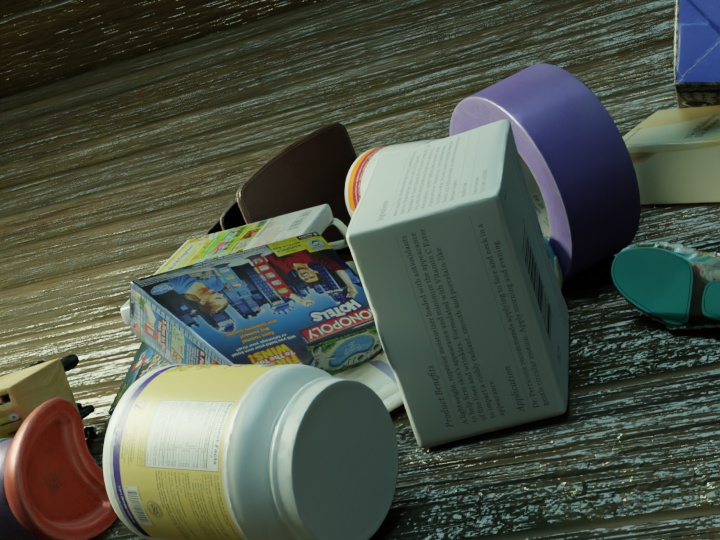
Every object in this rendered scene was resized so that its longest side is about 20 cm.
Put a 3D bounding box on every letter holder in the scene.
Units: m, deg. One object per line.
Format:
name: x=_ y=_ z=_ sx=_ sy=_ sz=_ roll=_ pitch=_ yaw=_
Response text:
letter holder: x=-0.093 y=-0.079 z=1.666 sx=0.100 sy=0.143 sz=0.200 roll=-1 pitch=28 yaw=43

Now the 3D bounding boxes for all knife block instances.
knife block: x=-0.319 y=0.118 z=1.340 sx=0.063 sy=0.201 sz=0.177 roll=-18 pitch=49 yaw=5

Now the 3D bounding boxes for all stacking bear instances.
stacking bear: x=-0.332 y=0.207 z=1.220 sx=0.199 sy=0.122 sz=0.114 roll=-21 pitch=11 yaw=28

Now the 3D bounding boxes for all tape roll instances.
tape roll: x=0.175 y=-0.091 z=1.346 sx=0.084 sy=0.202 sz=0.200 roll=-26 pitch=20 yaw=-19

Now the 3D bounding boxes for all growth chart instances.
growth chart: x=-0.024 y=0.095 z=1.279 sx=0.144 sy=0.018 sz=0.200 roll=-28 pitch=30 yaw=-15

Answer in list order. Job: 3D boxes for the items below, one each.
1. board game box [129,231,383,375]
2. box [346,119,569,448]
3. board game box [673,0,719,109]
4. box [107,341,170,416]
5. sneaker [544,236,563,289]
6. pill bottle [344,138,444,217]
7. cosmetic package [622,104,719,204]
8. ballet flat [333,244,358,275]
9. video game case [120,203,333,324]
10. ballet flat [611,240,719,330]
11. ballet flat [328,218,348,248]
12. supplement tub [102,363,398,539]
board game box: x=-0.077 y=0.064 z=1.250 sx=0.198 sy=0.062 sz=0.200 roll=-16 pitch=43 yaw=-27
box: x=0.089 y=0.007 z=1.175 sx=0.129 sy=0.201 sz=0.200 roll=-14 pitch=20 yaw=14
board game box: x=0.408 y=-0.222 z=1.443 sx=0.158 sy=0.098 sz=0.200 roll=2 pitch=-2 yaw=15
box: x=-0.176 y=0.080 z=1.411 sx=0.136 sy=0.038 sz=0.200 roll=-37 pitch=13 yaw=12
sneaker: x=0.096 y=0.001 z=1.334 sx=0.198 sy=0.080 sz=0.078 roll=-3 pitch=21 yaw=21
pill bottle: x=0.077 y=-0.090 z=1.552 sx=0.109 sy=0.110 sz=0.199 roll=-32 pitch=17 yaw=-29
cosmetic package: x=0.372 y=-0.121 z=1.421 sx=0.199 sy=0.072 sz=0.105 roll=0 pitch=27 yaw=44
ballet flat: x=0.000 y=0.000 z=1.465 sx=0.198 sy=0.069 sz=0.067 roll=-14 pitch=-10 yaw=29
video game case: x=-0.137 y=-0.009 z=1.470 sx=0.180 sy=0.023 sz=0.200 roll=-13 pitch=18 yaw=20
ballet flat: x=0.298 y=0.019 z=1.162 sx=0.063 sy=0.077 sz=0.199 roll=4 pitch=7 yaw=-36
ballet flat: x=-0.010 y=-0.024 z=1.539 sx=0.198 sy=0.076 sz=0.068 roll=-10 pitch=21 yaw=27
supplement tub: x=-0.085 y=0.145 z=1.069 sx=0.199 sy=0.147 sz=0.145 roll=-3 pitch=26 yaw=39
